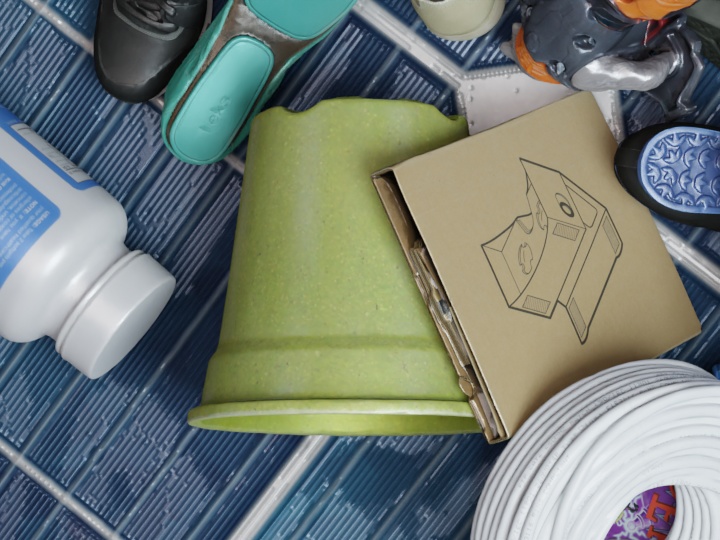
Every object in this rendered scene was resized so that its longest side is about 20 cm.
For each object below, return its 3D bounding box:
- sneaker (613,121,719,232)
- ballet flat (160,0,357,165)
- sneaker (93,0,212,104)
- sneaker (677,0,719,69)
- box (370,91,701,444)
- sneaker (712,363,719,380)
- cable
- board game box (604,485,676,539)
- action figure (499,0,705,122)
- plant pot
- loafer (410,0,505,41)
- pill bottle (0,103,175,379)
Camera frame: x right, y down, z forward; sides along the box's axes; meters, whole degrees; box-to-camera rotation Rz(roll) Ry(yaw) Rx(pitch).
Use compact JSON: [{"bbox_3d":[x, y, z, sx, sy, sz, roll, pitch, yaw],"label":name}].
[{"bbox_3d":[0.246,-0.048,1.215,0.200,0.078,0.070,15,94,-12],"label":"sneaker"},{"bbox_3d":[-0.059,-0.155,1.259,0.067,0.070,0.200,32,108,-24],"label":"ballet flat"},{"bbox_3d":[-0.120,-0.199,1.262,0.076,0.088,0.200,26,98,8],"label":"sneaker"},{"bbox_3d":[0.288,-0.148,1.197,0.199,0.076,0.114,19,74,26],"label":"sneaker"},{"bbox_3d":[0.105,-0.008,1.183,0.021,0.200,0.164,-25,89,44],"label":"box"},{"bbox_3d":[0.267,0.078,1.209,0.200,0.076,0.105,-39,85,11],"label":"sneaker"},{"bbox_3d":[0.156,0.147,1.135,0.200,0.069,0.200,-34,121,-12],"label":"cable"},{"bbox_3d":[0.138,0.162,1.236,0.120,0.032,0.200,20,104,21],"label":"board game box"},{"bbox_3d":[0.129,-0.184,1.183,0.104,0.194,0.200,-19,67,-31],"label":"action figure"},{"bbox_3d":[0.000,0.000,1.212,0.200,0.200,0.185,-1,81,11],"label":"plant pot"},{"bbox_3d":[0.051,-0.240,1.236,0.076,0.068,0.200,-9,91,11],"label":"loafer"},{"bbox_3d":[-0.217,-0.026,1.279,0.200,0.112,0.112,40,100,7],"label":"pill bottle"}]
